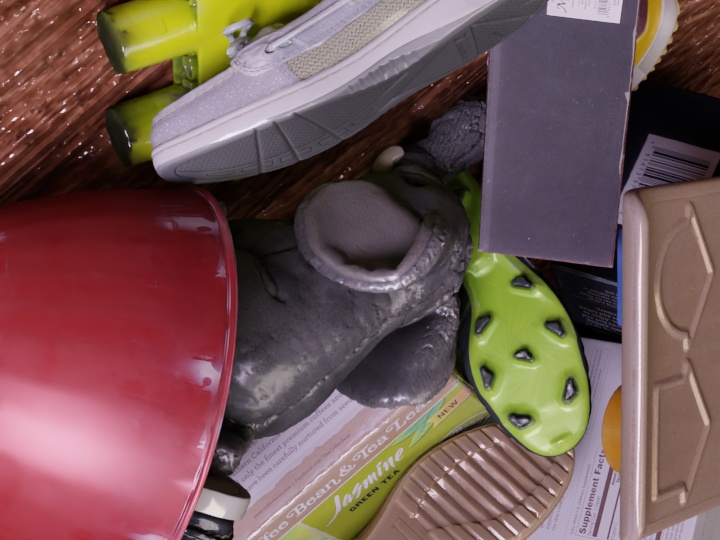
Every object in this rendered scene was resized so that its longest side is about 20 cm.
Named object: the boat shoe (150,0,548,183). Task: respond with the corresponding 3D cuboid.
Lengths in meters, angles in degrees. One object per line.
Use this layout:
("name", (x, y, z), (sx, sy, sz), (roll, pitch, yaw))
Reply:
("boat shoe", (-0.010, -0.104, 0.726), (0.202, 0.065, 0.074), (-30, 167, 1))

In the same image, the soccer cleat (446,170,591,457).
("soccer cleat", (0.078, 0.016, 0.909), (0.067, 0.200, 0.081), (-31, 158, 10))

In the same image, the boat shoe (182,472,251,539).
("boat shoe", (-0.110, 0.120, 0.801), (0.074, 0.199, 0.066), (20, 86, -26))

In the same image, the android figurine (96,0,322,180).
("android figurine", (-0.030, -0.119, 0.771), (0.200, 0.041, 0.182), (-25, 146, -20))

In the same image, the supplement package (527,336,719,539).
("supplement package", (0.169, 0.169, 1.014), (0.156, 0.111, 0.200), (59, 46, -58))

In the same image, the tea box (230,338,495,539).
("tea box", (-0.025, 0.102, 0.971), (0.200, 0.134, 0.197), (-42, 150, 6))

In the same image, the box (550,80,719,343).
("box", (0.211, -0.004, 1.056), (0.148, 0.104, 0.200), (-64, 155, -18))

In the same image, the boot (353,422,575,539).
("boot", (0.037, 0.170, 0.958), (0.200, 0.072, 0.166), (-36, 165, -12))

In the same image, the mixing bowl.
("mixing bowl", (-0.145, 0.047, 0.708), (0.108, 0.200, 0.200), (15, 125, -26))

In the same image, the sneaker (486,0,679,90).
("sneaker", (0.103, -0.094, 0.923), (0.090, 0.075, 0.200), (-3, 130, -30))

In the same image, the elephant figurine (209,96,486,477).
("elephant figurine", (0.000, 0.000, 0.816), (0.200, 0.156, 0.142), (-16, 177, -2))

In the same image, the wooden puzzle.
("wooden puzzle", (0.185, 0.040, 0.884), (0.200, 0.046, 0.186), (-11, 104, -51))

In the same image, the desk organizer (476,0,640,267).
("desk organizer", (0.104, -0.110, 0.811), (0.077, 0.072, 0.200), (-67, 161, -57))
